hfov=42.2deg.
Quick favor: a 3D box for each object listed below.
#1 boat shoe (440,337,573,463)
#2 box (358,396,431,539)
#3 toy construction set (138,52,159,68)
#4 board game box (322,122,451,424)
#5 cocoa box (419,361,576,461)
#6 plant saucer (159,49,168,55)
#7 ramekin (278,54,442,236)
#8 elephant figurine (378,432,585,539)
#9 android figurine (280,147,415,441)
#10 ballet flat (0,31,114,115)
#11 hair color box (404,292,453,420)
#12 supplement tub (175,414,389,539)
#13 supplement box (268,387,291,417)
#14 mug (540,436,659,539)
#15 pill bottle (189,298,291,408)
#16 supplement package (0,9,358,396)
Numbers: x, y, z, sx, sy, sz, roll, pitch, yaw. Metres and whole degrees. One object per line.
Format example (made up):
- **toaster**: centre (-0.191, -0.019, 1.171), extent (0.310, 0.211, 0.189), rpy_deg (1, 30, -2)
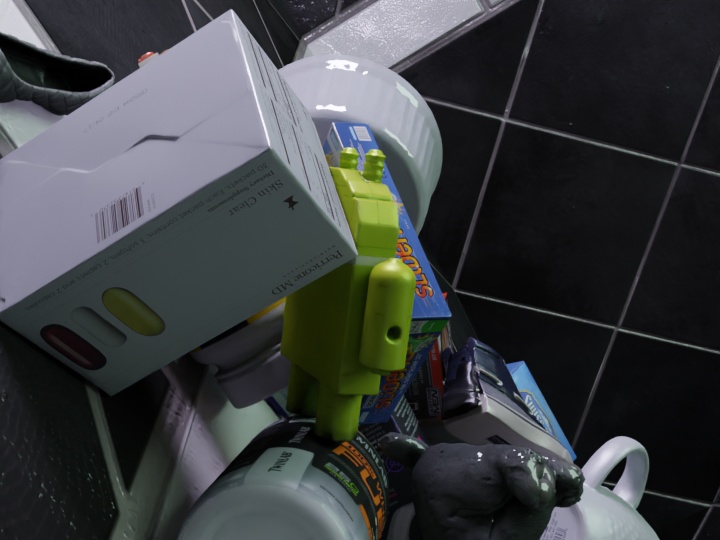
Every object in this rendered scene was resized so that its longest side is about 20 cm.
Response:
- **boat shoe**: centre (0.152, 0.144, 0.942), extent (0.200, 0.074, 0.093), rpy_deg (42, 36, -38)
- **box**: centre (0.021, 0.217, 0.857), extent (0.201, 0.122, 0.106), rpy_deg (62, 9, 2)
- **toy construction set**: centre (-0.175, -0.106, 0.897), extent (0.131, 0.092, 0.201), rpy_deg (-27, 99, -80)
- **board game box**: centre (0.000, 0.000, 0.738), extent (0.136, 0.034, 0.201), rpy_deg (115, -35, -43)
- **cocoa box**: centre (0.117, 0.202, 1.071), extent (0.200, 0.131, 0.134), rpy_deg (-22, -81, 55)
- **plant saucer**: centre (-0.191, -0.173, 1.135), extent (0.201, 0.032, 0.200), rpy_deg (59, 11, -18)
- **ramekin**: centre (-0.025, -0.087, 0.868), extent (0.201, 0.200, 0.098), rpy_deg (55, 25, -28)
- **elephant figurine**: centre (0.097, 0.238, 0.700), extent (0.141, 0.155, 0.201), rpy_deg (28, 66, -38)
- **android figurine**: centre (-0.015, 0.012, 0.664), extent (0.182, 0.041, 0.201), rpy_deg (-165, -98, -66)
- **ballet flat**: centre (-0.255, -0.160, 0.708), extent (0.067, 0.057, 0.200), rpy_deg (61, 10, 4)
- **hair color box**: centre (0.068, 0.090, 1.027), extent (0.200, 0.061, 0.102), rpy_deg (-43, 126, -78)
- **supplement tub**: centre (-0.045, 0.174, 0.656), extent (0.123, 0.122, 0.200), rpy_deg (60, 10, -2)
- **supplement box**: centre (-0.069, 0.037, 0.968), extent (0.101, 0.103, 0.200), rpy_deg (55, 10, -30)
- **mug**: centre (0.217, 0.252, 0.902), extent (0.147, 0.200, 0.175), rpy_deg (28, -10, 41)
- **pill bottle**: centre (-0.116, 0.006, 0.783), extent (0.201, 0.114, 0.114), rpy_deg (60, 10, -6)
- **supplement package**: centre (-0.126, -0.043, 0.620), extent (0.111, 0.199, 0.156), rpy_deg (48, 17, -45)
